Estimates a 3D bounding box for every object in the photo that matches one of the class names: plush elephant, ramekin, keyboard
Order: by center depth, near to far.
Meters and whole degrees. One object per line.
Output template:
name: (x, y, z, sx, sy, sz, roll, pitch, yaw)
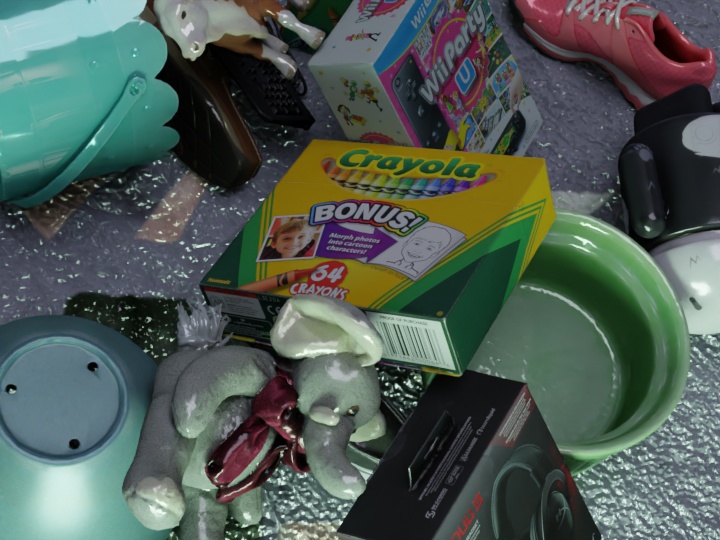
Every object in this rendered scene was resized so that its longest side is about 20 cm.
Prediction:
plush elephant: (-0.053, 0.101, 1.069, 0.154, 0.165, 0.201, -5, 54, 10)
ramekin: (0.141, 0.062, 1.229, 0.199, 0.098, 0.201, 6, 63, -11)
keyboard: (-0.096, -0.202, 1.301, 0.200, 0.040, 0.104, 56, 21, 14)

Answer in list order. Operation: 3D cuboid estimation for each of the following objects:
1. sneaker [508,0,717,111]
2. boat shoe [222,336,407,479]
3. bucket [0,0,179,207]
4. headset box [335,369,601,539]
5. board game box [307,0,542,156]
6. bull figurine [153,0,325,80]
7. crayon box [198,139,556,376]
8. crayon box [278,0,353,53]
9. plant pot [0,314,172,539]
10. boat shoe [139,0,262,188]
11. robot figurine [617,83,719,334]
sneaker: (0.223, -0.212, 1.389, 0.200, 0.087, 0.074, 33, 60, 4)
boat shoe: (-0.031, 0.089, 1.197, 0.200, 0.057, 0.069, 36, 61, 5)
bucket: (-0.232, -0.153, 1.186, 0.134, 0.207, 0.208, -20, 71, -18)
headset box: (0.076, 0.175, 1.103, 0.077, 0.200, 0.149, 10, 52, 37)
board game box: (0.055, -0.136, 1.253, 0.064, 0.200, 0.148, 6, 53, 37)
bull figurine: (-0.095, -0.196, 1.199, 0.121, 0.065, 0.200, 29, 20, -17)
crayon box: (0.015, -0.016, 1.147, 0.199, 0.058, 0.173, 8, 45, 30)
crayon box: (-0.011, -0.276, 1.298, 0.058, 0.200, 0.119, 16, 62, -6)
plant pot: (-0.209, 0.111, 1.098, 0.199, 0.135, 0.201, 5, 64, -11)
boat shoe: (-0.135, -0.160, 1.284, 0.074, 0.076, 0.200, -26, 75, -37)
robot figurine: (0.272, -0.047, 1.302, 0.150, 0.125, 0.201, 1, 64, -8)
